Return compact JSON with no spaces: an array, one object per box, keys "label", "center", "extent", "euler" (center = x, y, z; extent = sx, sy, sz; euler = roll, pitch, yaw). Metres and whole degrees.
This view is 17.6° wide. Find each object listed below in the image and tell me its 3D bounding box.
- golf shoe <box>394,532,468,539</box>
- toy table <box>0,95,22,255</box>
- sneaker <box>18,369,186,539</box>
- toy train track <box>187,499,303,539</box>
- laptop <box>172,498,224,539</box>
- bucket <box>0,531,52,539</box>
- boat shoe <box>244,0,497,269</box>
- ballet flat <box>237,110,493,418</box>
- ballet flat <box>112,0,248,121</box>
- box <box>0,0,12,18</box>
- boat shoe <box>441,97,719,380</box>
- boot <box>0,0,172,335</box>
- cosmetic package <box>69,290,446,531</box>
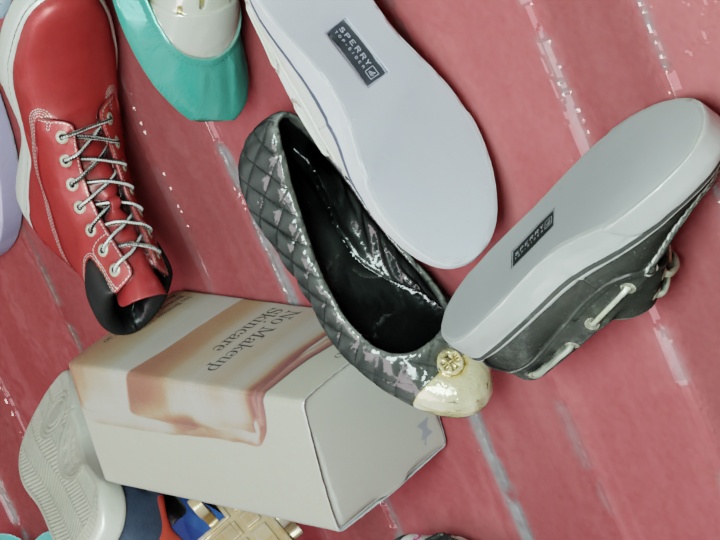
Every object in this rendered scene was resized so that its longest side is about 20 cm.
[{"label":"golf shoe","center":[0.058,0.247,1.379],"extent":[0.092,0.072,0.201],"euler":[20,119,46]},{"label":"toy table","center":[-0.305,-0.078,1.488],"extent":[0.184,0.117,0.201],"euler":[-5,110,47]},{"label":"sneaker","center":[-0.161,0.137,1.494],"extent":[0.075,0.084,0.200],"euler":[-56,29,17]},{"label":"toy train track","center":[-0.044,0.173,1.379],"extent":[0.200,0.115,0.033],"euler":[48,176,29]},{"label":"laptop","center":[-0.110,0.253,1.521],"extent":[0.103,0.200,0.178],"euler":[3,126,2]},{"label":"bucket","center":[-0.234,0.291,1.595],"extent":[0.207,0.207,0.135],"euler":[18,127,37]},{"label":"boat shoe","center":[0.000,-0.087,1.223],"extent":[0.200,0.071,0.070],"euler":[54,168,-2]},{"label":"ballet flat","center":[0.000,0.000,1.267],"extent":[0.200,0.066,0.057],"euler":[50,157,11]},{"label":"ballet flat","center":[-0.105,-0.172,1.258],"extent":[0.070,0.067,0.201],"euler":[-10,106,57]},{"label":"box","center":[-0.246,-0.262,1.272],"extent":[0.184,0.105,0.200],"euler":[62,144,24]},{"label":"boat shoe","center":[0.122,-0.012,1.149],"extent":[0.064,0.071,0.200],"euler":[30,135,-19]},{"label":"boot","center":[-0.150,-0.062,1.346],"extent":[0.144,0.072,0.200],"euler":[53,153,38]},{"label":"cosmetic package","center":[-0.063,0.077,1.359],"extent":[0.200,0.103,0.088],"euler":[6,120,42]}]
